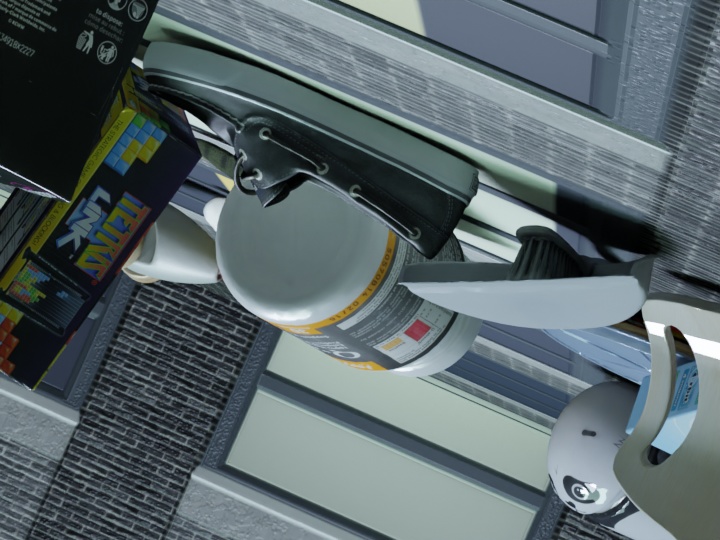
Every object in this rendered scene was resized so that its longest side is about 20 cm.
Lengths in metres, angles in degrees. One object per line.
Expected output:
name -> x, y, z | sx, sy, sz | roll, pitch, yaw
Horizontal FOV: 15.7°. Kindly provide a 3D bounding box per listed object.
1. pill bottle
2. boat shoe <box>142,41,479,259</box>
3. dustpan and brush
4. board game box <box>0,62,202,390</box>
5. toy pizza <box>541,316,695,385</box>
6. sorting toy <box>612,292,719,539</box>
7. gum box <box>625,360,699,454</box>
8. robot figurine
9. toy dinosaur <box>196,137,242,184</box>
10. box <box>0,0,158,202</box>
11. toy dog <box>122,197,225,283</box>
pill bottle -> 0.000, 0.000, 1.657 | 0.116, 0.117, 0.200 | 21, 174, 29
boat shoe -> -0.035, -0.063, 1.438 | 0.199, 0.066, 0.070 | 24, 175, 1
dustpan and brush -> 0.118, 0.004, 1.494 | 0.139, 0.058, 0.200 | -2, 165, 22
board game box -> -0.166, -0.034, 1.528 | 0.057, 0.166, 0.200 | 36, -173, -14
toy pizza -> 0.214, 0.060, 1.773 | 0.199, 0.032, 0.200 | 23, 174, 3
sorting toy -> 0.221, 0.097, 1.485 | 0.180, 0.201, 0.107 | 26, -151, 37
gum box -> 0.283, 0.105, 1.636 | 0.169, 0.045, 0.200 | 26, 162, -13
robot figurine -> 0.256, 0.176, 2.247 | 0.199, 0.150, 0.125 | 25, -146, -20
toy dinosaur -> -0.068, -0.053, 1.830 | 0.199, 0.048, 0.088 | 22, 160, 29
box -> -0.220, -0.129, 1.286 | 0.148, 0.125, 0.200 | 28, 172, -35
toy dog -> -0.132, -0.035, 2.219 | 0.199, 0.097, 0.132 | 9, 173, -6
